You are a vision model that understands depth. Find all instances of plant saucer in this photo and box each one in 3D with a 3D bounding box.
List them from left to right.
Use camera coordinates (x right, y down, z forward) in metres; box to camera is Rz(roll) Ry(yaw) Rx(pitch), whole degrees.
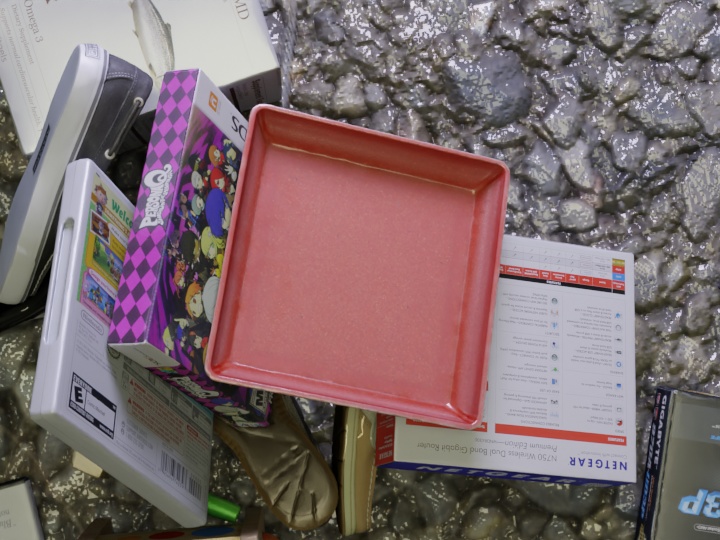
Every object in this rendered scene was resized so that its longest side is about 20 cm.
[{"bbox_3d":[0.000,0.000,0.839,0.197,0.037,0.203,12,74,-10],"label":"plant saucer"}]

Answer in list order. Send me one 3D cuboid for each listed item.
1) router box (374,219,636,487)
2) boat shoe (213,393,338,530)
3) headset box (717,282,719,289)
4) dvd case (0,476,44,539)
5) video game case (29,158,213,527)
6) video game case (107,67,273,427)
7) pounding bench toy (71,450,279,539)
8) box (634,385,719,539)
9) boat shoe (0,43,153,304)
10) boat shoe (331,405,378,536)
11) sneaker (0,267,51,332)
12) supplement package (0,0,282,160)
[{"bbox_3d":[0.113,0.066,0.901,0.197,0.049,0.183,8,74,-16],"label":"router box"},{"bbox_3d":[-0.083,0.117,0.923,0.072,0.065,0.202,-27,72,-9],"label":"boat shoe"},{"bbox_3d":[0.367,-0.037,0.907,0.074,0.149,0.202,31,87,-2],"label":"headset box"},{"bbox_3d":[-0.308,0.280,0.932,0.140,0.018,0.203,-15,90,-4],"label":"dvd case"},{"bbox_3d":[-0.151,0.055,0.801,0.022,0.200,0.184,-11,57,17],"label":"video game case"},{"bbox_3d":[-0.102,-0.010,0.843,0.035,0.181,0.203,-2,65,23],"label":"video game case"},{"bbox_3d":[-0.133,0.218,0.889,0.153,0.124,0.204,-5,89,-3],"label":"pounding bench toy"},{"bbox_3d":[0.327,0.188,0.951,0.197,0.046,0.162,10,88,-3],"label":"box"},{"bbox_3d":[-0.200,-0.059,0.825,0.065,0.070,0.202,16,109,-26],"label":"boat shoe"},{"bbox_3d":[0.015,0.107,0.923,0.065,0.074,0.204,5,88,-8],"label":"boat shoe"},{"bbox_3d":[-0.308,0.027,0.901,0.198,0.088,0.077,-27,90,-3],"label":"sneaker"},{"bbox_3d":[-0.169,-0.165,0.897,0.197,0.117,0.119,-20,88,-3],"label":"supplement package"}]
